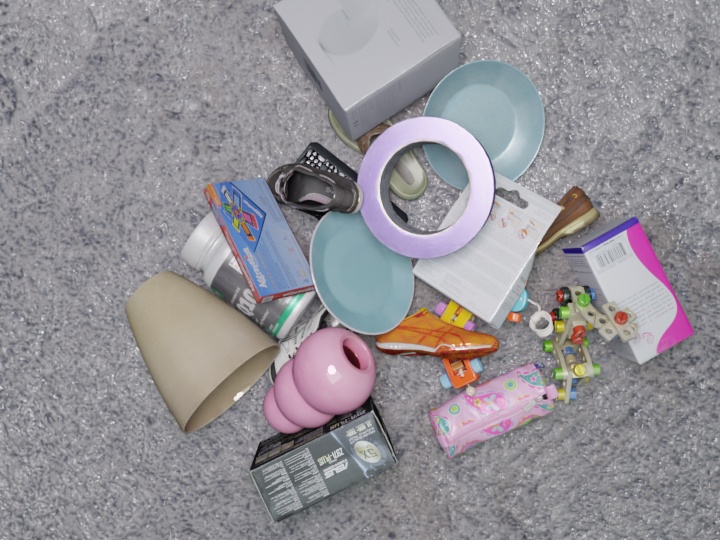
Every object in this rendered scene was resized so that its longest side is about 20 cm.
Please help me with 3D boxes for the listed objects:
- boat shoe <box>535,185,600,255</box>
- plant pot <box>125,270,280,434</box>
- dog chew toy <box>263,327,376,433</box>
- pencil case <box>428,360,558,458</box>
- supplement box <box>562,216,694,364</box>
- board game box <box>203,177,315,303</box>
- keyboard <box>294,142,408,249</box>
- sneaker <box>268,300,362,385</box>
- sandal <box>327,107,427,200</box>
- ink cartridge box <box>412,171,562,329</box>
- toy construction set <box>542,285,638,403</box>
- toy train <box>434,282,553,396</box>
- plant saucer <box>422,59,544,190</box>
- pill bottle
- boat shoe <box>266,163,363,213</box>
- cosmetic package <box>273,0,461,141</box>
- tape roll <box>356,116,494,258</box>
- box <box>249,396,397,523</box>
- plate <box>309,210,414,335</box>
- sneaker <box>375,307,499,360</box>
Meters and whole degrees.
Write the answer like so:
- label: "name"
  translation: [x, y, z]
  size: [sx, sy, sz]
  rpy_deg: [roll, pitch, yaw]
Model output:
- label: "boat shoe"
  translation: [0.277, -0.064, 1.246]
  size: [0.198, 0.072, 0.068]
  rpy_deg: [-30, 87, -7]
- label: "plant pot"
  translation: [-0.254, 0.104, 1.183]
  size: [0.187, 0.187, 0.200]
  rpy_deg: [-45, 79, 0]
- label: "dog chew toy"
  translation: [-0.069, 0.172, 1.160]
  size: [0.125, 0.125, 0.200]
  rpy_deg: [47, 121, -3]
- label: "pencil case"
  translation: [0.208, 0.218, 1.242]
  size: [0.198, 0.087, 0.088]
  rpy_deg: [-23, 93, -1]
- label: "supplement box"
  translation: [0.415, 0.030, 1.236]
  size: [0.100, 0.103, 0.202]
  rpy_deg: [-27, 92, -2]
- label: "board game box"
  translation: [-0.146, -0.048, 1.159]
  size: [0.102, 0.019, 0.202]
  rpy_deg: [-11, 62, -37]
- label: "keyboard"
  translation: [-0.027, -0.105, 1.243]
  size: [0.199, 0.040, 0.105]
  rpy_deg: [37, 89, -2]
- label: "sneaker"
  translation: [-0.071, 0.105, 1.225]
  size: [0.075, 0.088, 0.200]
  rpy_deg: [41, 91, -5]
- label: "sandal"
  translation: [0.034, -0.198, 1.233]
  size: [0.080, 0.057, 0.201]
  rpy_deg: [-45, 93, -1]
- label: "ink cartridge box"
  translation: [0.194, -0.038, 1.207]
  size: [0.159, 0.047, 0.201]
  rpy_deg: [34, 91, 34]
- label: "toy construction set"
  translation: [0.336, 0.101, 1.204]
  size: [0.091, 0.201, 0.133]
  rpy_deg: [5, 55, -14]
- label: "toy train"
  translation: [0.199, 0.094, 1.233]
  size: [0.199, 0.055, 0.152]
  rpy_deg: [-34, 70, 18]
- label: "plant saucer"
  translation: [0.186, -0.224, 1.234]
  size: [0.198, 0.039, 0.204]
  rpy_deg: [-3, 108, -9]
- label: "pill bottle"
  translation: [-0.165, 0.003, 1.202]
  size: [0.199, 0.113, 0.114]
  rpy_deg: [36, 90, 1]
- label: "boat shoe"
  translation: [-0.083, -0.124, 1.173]
  size: [0.198, 0.057, 0.068]
  rpy_deg: [16, 98, 41]
- label: "cosmetic package"
  translation: [0.013, -0.341, 1.172]
  size: [0.199, 0.123, 0.201]
  rpy_deg: [-33, 78, -2]
- label: "tape roll"
  translation: [0.098, -0.121, 1.161]
  size: [0.197, 0.085, 0.203]
  rpy_deg: [1, 96, 11]
- label: "box"
  translation: [-0.054, 0.274, 1.192]
  size: [0.198, 0.164, 0.087]
  rpy_deg: [-26, 92, -2]
- label: "plate"
  translation: [0.000, 0.000, 1.195]
  size: [0.198, 0.025, 0.203]
  rpy_deg: [14, 67, -34]
- label: "sneaker"
  translation: [0.114, 0.094, 1.206]
  size: [0.197, 0.073, 0.078]
  rpy_deg: [4, 75, 24]
